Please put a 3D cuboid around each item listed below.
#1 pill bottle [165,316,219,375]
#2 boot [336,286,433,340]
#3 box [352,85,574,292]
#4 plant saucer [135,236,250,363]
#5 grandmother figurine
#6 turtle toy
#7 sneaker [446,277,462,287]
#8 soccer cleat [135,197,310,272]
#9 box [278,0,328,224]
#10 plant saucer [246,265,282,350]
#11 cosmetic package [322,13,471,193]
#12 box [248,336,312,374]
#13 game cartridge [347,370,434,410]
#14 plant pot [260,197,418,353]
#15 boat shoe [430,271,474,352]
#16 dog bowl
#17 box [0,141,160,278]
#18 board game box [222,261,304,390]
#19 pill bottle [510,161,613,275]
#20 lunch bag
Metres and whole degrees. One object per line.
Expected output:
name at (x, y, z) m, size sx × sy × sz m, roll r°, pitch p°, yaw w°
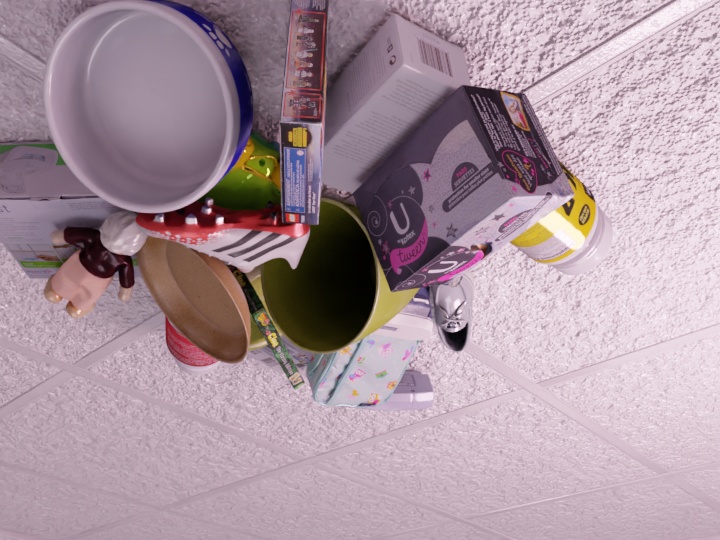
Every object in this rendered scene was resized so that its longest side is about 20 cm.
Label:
pill bottle at (-0.257, 0.086, 1.164) m, size 0.110 × 0.114 × 0.201 m, roll 8°, pitch 145°, yaw -10°
boot at (0.020, 0.043, 1.101) m, size 0.196 × 0.092 × 0.073 m, roll 15°, pitch 149°, yaw -27°
box at (0.103, -0.080, 0.784) m, size 0.113 × 0.134 × 0.200 m, roll -7°, pitch 157°, yaw -40°
plant saucer at (-0.203, 0.027, 0.915) m, size 0.198 × 0.035 × 0.203 m, roll 29°, pitch 141°, yaw 26°
grandmother figurine at (-0.329, -0.013, 0.905) m, size 0.120 × 0.061 × 0.199 m, roll 34°, pitch 133°, yaw -28°
turtle toy at (-0.165, -0.123, 0.859) m, size 0.198 × 0.102 × 0.146 m, roll 26°, pitch 125°, yaw -34°
sneaker at (0.105, -0.058, 0.988) m, size 0.084 × 0.079 × 0.202 m, roll 5°, pitch 139°, yaw 11°
soccer cleat at (-0.154, -0.037, 0.825) m, size 0.195 × 0.069 × 0.087 m, roll -1°, pitch 126°, yaw -20°
box at (-0.053, -0.167, 0.705) m, size 0.039 × 0.204 × 0.138 m, roll 3°, pitch 146°, yaw -3°
plant saucer at (-0.145, 0.050, 1.078) m, size 0.197 × 0.031 × 0.202 m, roll -27°, pitch 143°, yaw -23°
cosmetic package at (0.019, -0.172, 0.800) m, size 0.100 × 0.073 × 0.199 m, roll 14°, pitch 145°, yaw -34°
box at (-0.110, 0.111, 1.259) m, size 0.197 × 0.042 × 0.155 m, roll -20°, pitch 140°, yaw 30°
game cartridge at (0.035, 0.219, 1.347) m, size 0.195 × 0.042 × 0.133 m, roll 3°, pitch -173°, yaw -1°
plant pot at (0.000, 0.000, 0.968) m, size 0.185 × 0.191 × 0.198 m, roll -24°, pitch 170°, yaw 33°
boat shoe at (0.150, 0.065, 1.152) m, size 0.068 × 0.073 × 0.202 m, roll -5°, pitch 145°, yaw 9°
dog bowl at (-0.211, -0.166, 0.736) m, size 0.195 × 0.079 × 0.205 m, roll 3°, pitch 112°, yaw 8°
box at (-0.366, -0.074, 0.948) m, size 0.195 × 0.098 × 0.178 m, roll -1°, pitch 145°, yaw 4°
board game box at (-0.131, 0.076, 1.001) m, size 0.023 × 0.105 × 0.202 m, roll -32°, pitch 145°, yaw -11°
pill bottle at (0.223, -0.078, 0.902) m, size 0.113 × 0.116 × 0.198 m, roll -28°, pitch 137°, yaw 36°
lunch bag at (-0.001, 0.143, 1.203) m, size 0.157 × 0.078 × 0.202 m, roll 6°, pitch 125°, yaw -31°
